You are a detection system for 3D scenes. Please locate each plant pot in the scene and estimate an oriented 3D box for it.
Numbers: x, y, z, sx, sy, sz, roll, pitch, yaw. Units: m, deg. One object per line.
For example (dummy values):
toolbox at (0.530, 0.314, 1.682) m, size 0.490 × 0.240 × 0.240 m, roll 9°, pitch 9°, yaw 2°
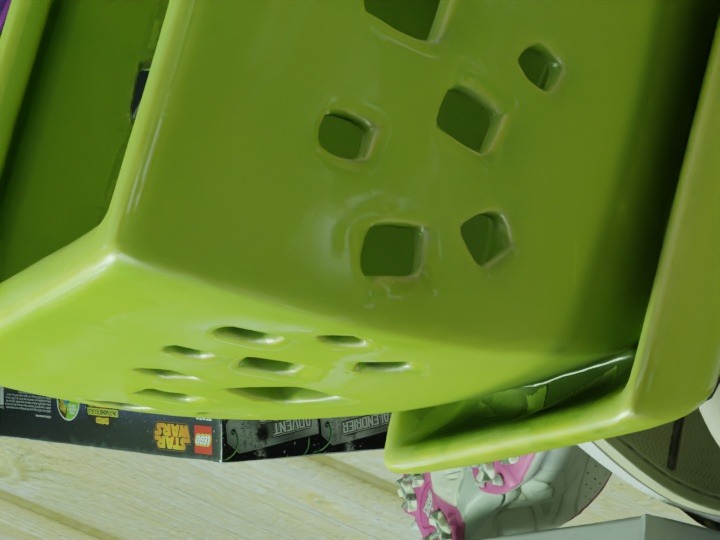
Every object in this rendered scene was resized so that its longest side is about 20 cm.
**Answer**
plant pot at (0.007, -0.050, 0.831) m, size 0.181 × 0.199 × 0.200 m, roll 20°, pitch 165°, yaw -18°

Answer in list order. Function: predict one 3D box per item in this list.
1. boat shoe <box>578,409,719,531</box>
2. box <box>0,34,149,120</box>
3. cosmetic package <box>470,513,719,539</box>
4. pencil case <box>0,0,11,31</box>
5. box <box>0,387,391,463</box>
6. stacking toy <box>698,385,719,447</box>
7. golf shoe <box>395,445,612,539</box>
boat shoe at (0.153, 0.079, 1.250) m, size 0.200 × 0.075 × 0.068 m, roll 26°, pitch 158°, yaw -18°
box at (-0.194, -0.061, 1.141) m, size 0.200 × 0.107 × 0.148 m, roll 29°, pitch 157°, yaw -5°
cosmetic package at (0.102, 0.162, 1.301) m, size 0.107 × 0.090 × 0.200 m, roll 16°, pitch 160°, yaw -30°
pencil case at (-0.190, -0.142, 0.969) m, size 0.200 × 0.085 × 0.092 m, roll 25°, pitch 148°, yaw -8°
box at (-0.077, 0.065, 1.462) m, size 0.137 × 0.040 × 0.200 m, roll -3°, pitch -176°, yaw -41°
stacking toy at (0.212, 0.025, 0.918) m, size 0.200 × 0.146 × 0.146 m, roll 23°, pitch 166°, yaw -36°
golf shoe at (0.079, 0.073, 1.367) m, size 0.091 × 0.075 × 0.200 m, roll -11°, pitch 159°, yaw -19°
